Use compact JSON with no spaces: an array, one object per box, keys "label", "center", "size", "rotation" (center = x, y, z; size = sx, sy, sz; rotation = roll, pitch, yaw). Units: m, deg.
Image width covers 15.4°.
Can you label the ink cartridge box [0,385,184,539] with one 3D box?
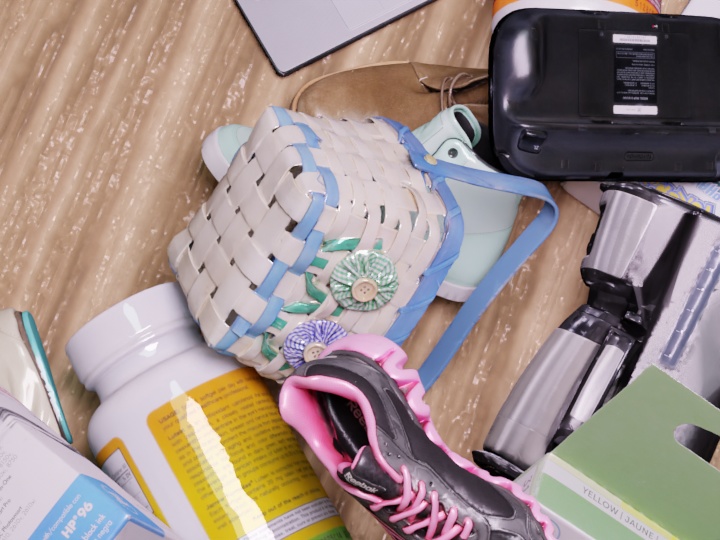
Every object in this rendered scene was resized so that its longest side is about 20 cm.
[{"label":"ink cartridge box","center":[-0.202,0.113,1.504],"size":[0.200,0.116,0.068],"rotation":[37,87,20]}]

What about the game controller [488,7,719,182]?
[{"label":"game controller","center":[0.164,-0.108,1.648],"size":[0.199,0.042,0.105],"rotation":[0,82,-32]}]

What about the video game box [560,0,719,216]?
[{"label":"video game box","center":[0.261,-0.072,1.734],"size":[0.199,0.047,0.183],"rotation":[34,73,2]}]

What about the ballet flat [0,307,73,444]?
[{"label":"ballet flat","center":[-0.191,0.120,1.592],"size":[0.069,0.070,0.201],"rotation":[-21,72,-15]}]

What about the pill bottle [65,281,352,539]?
[{"label":"pill bottle","center":[-0.094,0.113,1.582],"size":[0.111,0.111,0.201],"rotation":[-27,79,-16]}]

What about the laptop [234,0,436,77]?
[{"label":"laptop","center":[-0.015,-0.265,1.710],"size":[0.186,0.116,0.201],"rotation":[-28,79,-16]}]

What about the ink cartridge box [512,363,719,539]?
[{"label":"ink cartridge box","center":[0.159,0.154,1.519],"size":[0.145,0.200,0.048],"rotation":[34,47,-11]}]

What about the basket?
[{"label":"basket","center":[0.000,0.000,1.577],"size":[0.199,0.177,0.139],"rotation":[11,34,-39]}]

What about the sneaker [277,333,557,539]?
[{"label":"sneaker","center":[0.026,0.121,1.451],"size":[0.200,0.095,0.079],"rotation":[47,110,18]}]

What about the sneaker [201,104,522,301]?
[{"label":"sneaker","center":[0.009,-0.072,1.647],"size":[0.199,0.119,0.074],"rotation":[23,32,-8]}]

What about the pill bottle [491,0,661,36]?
[{"label":"pill bottle","center":[0.146,-0.235,1.731],"size":[0.109,0.110,0.201],"rotation":[9,72,-6]}]

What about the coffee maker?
[{"label":"coffee maker","center":[0.191,0.072,1.624],"size":[0.191,0.135,0.201],"rotation":[30,85,-18]}]

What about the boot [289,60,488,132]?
[{"label":"boot","center":[0.055,-0.108,1.696],"size":[0.198,0.075,0.074],"rotation":[-1,75,-8]}]
